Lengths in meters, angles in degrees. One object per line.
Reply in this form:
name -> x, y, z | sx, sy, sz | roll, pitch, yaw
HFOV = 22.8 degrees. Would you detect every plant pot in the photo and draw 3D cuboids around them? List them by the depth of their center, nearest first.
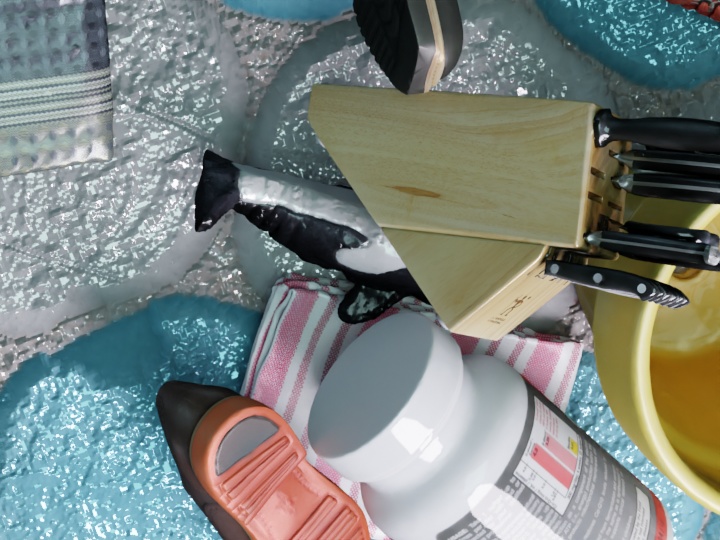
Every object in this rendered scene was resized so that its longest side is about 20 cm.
plant pot -> 0.208, 0.014, 0.987 | 0.198, 0.189, 0.203 | -4, 106, -13

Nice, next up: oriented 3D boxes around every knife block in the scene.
knife block -> 0.092, -0.057, 0.868 | 0.175, 0.064, 0.201 | -41, 68, 16

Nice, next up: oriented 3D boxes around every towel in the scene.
towel -> -0.231, -0.139, 0.924 | 0.198, 0.035, 0.195 | -8, 109, -15
towel -> 0.025, 0.091, 1.045 | 0.198, 0.030, 0.148 | 13, 101, -17

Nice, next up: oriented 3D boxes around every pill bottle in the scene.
pill bottle -> 0.072, 0.119, 0.990 | 0.200, 0.116, 0.116 | 41, 92, -25

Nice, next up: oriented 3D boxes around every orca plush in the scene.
orca plush -> 0.000, 0.000, 0.972 | 0.198, 0.105, 0.072 | 12, 106, -26

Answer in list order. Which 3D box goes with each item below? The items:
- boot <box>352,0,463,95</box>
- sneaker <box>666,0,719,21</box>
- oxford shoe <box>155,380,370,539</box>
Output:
boot -> 0.062, -0.181, 0.910 | 0.137, 0.078, 0.202 | -2, 60, -17
sneaker -> 0.222, -0.152, 1.012 | 0.199, 0.067, 0.109 | -11, 104, -14
oxford shoe -> -0.051, 0.130, 0.996 | 0.071, 0.072, 0.201 | -42, 133, -21
